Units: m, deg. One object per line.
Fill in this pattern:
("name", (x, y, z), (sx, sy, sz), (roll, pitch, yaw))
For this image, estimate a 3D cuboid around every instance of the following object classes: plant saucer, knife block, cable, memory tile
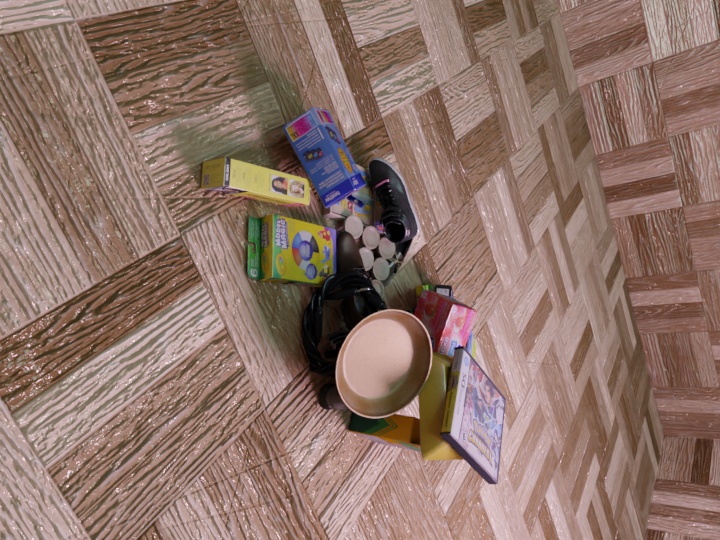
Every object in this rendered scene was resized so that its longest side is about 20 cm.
("plant saucer", (0.186, 0.265, 1.090), (0.197, 0.047, 0.208), (21, 62, -49))
("plant saucer", (0.039, 0.165, 1.002), (0.193, 0.035, 0.208), (-6, 106, -23))
("knife block", (0.007, 0.154, 1.164), (0.170, 0.066, 0.201), (22, 21, -6))
("cable", (-0.042, 0.105, 1.047), (0.163, 0.201, 0.051), (44, 8, 17))
("memory tile", (0.000, 0.000, 1.188), (0.151, 0.017, 0.207), (27, 72, -32))

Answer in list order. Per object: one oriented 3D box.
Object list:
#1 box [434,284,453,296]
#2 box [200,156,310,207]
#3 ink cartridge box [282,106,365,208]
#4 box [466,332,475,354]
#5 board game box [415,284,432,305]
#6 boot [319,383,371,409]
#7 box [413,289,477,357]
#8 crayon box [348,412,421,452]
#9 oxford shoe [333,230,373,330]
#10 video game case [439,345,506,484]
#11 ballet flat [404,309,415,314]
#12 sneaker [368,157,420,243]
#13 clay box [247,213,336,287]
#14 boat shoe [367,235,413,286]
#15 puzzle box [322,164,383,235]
("box", (0.204, 0.155, 1.365), (0.160, 0.042, 0.208), (53, 42, -71))
("box", (-0.182, -0.155, 0.986), (0.197, 0.073, 0.052), (5, 88, -50))
("ink cartridge box", (-0.058, -0.206, 1.078), (0.205, 0.075, 0.137), (63, 15, -8))
("box", (0.267, 0.219, 1.431), (0.200, 0.046, 0.126), (53, 42, -63))
("board game box", (0.162, 0.085, 1.344), (0.199, 0.029, 0.099), (1, 82, -75))
("boot", (0.022, 0.251, 1.120), (0.197, 0.128, 0.071), (-2, 85, -50))
("box", (0.162, 0.159, 1.197), (0.101, 0.094, 0.206), (15, 97, -44))
("crayon box", (0.088, 0.333, 1.131), (0.125, 0.196, 0.053), (34, 63, -40))
("oxford shoe", (-0.006, 0.012, 1.115), (0.071, 0.084, 0.207), (-9, 79, -32))
("video game case", (0.226, 0.282, 1.076), (0.201, 0.025, 0.185), (48, 44, -32))
("ballet flat", (0.128, 0.196, 1.303), (0.066, 0.068, 0.208), (-11, 88, -9))
("sneaker", (0.066, -0.152, 1.220), (0.205, 0.069, 0.099), (63, 28, -9))
("clay box", (-0.127, -0.034, 1.053), (0.197, 0.046, 0.120), (9, 77, -50))
("boat shoe", (0.074, -0.037, 1.285), (0.072, 0.058, 0.203), (52, 48, -31))
("puzzle box", (-0.008, -0.166, 1.234), (0.197, 0.025, 0.139), (14, 74, -49))
